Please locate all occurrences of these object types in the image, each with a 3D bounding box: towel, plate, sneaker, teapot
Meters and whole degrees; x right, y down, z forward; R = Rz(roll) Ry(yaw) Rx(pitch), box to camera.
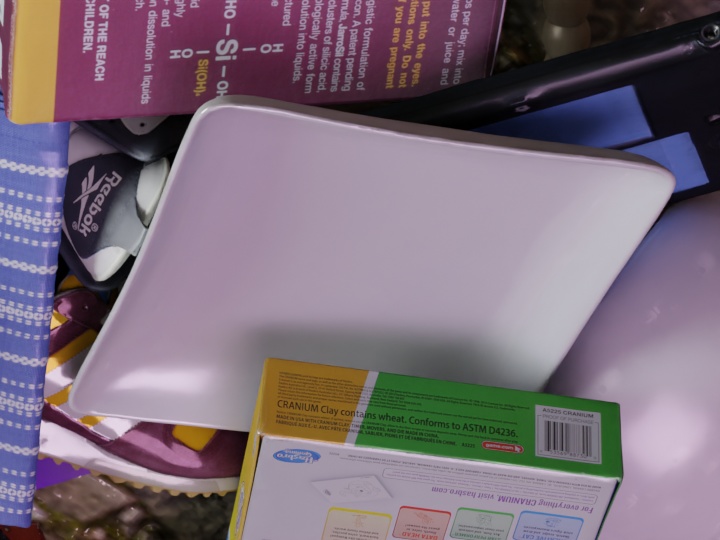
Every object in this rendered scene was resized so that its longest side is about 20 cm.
[{"bbox_3d":[-0.192,0.003,1.187,0.144,0.024,0.201,14,119,9],"label":"towel"},{"bbox_3d":[0.000,0.000,1.169,0.198,0.032,0.200,8,140,-19],"label":"plate"},{"bbox_3d":[-0.106,0.034,1.240,0.199,0.075,0.090,11,122,-17],"label":"sneaker"},{"bbox_3d":[0.153,0.066,1.321,0.146,0.198,0.200,39,148,3],"label":"teapot"},{"bbox_3d":[-0.130,-0.054,1.189,0.198,0.130,0.080,16,118,-28],"label":"sneaker"}]

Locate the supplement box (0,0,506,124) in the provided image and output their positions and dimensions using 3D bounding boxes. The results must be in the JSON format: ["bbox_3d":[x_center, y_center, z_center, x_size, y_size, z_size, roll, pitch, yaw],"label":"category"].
[{"bbox_3d":[-0.053,-0.140,1.153,0.199,0.131,0.104,-4,128,-16],"label":"supplement box"}]

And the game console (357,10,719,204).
[{"bbox_3d":[0.079,-0.049,1.206,0.199,0.031,0.177,-16,166,9],"label":"game console"}]

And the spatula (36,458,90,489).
[{"bbox_3d":[-0.195,0.079,1.285,0.199,0.021,0.057,-9,116,-15],"label":"spatula"}]

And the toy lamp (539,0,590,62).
[{"bbox_3d":[0.091,-0.122,1.261,0.058,0.058,0.201,-11,129,-11],"label":"toy lamp"}]

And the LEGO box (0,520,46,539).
[{"bbox_3d":[-0.197,0.236,1.347,0.077,0.149,0.200,5,132,-40],"label":"LEGO box"}]

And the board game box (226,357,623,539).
[{"bbox_3d":[0.018,0.122,1.250,0.152,0.041,0.201,8,140,-6],"label":"board game box"}]
